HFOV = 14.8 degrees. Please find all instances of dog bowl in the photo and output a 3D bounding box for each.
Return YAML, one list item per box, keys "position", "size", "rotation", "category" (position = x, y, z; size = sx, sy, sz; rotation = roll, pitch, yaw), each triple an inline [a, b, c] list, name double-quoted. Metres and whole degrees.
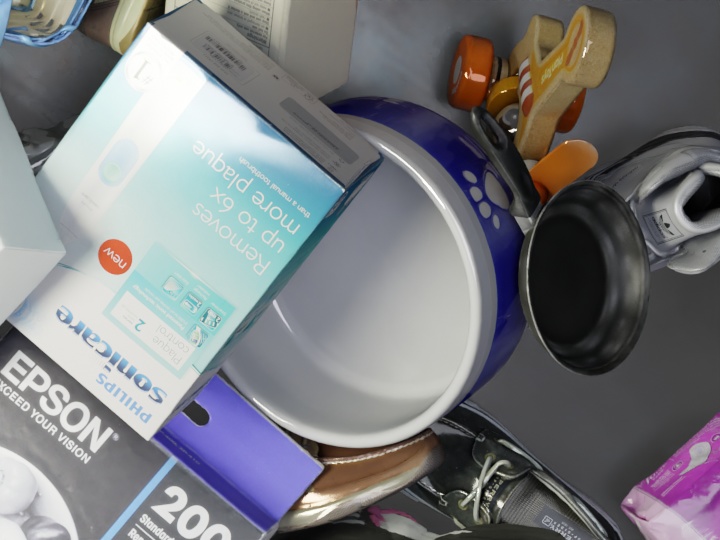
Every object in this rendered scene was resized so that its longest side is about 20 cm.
- position: [0.000, 0.000, 1.649]
  size: [0.200, 0.079, 0.201]
  rotation: [10, 111, 28]
  category: "dog bowl"

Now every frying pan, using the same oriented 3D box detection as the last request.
- position: [0.105, -0.008, 1.603]
  size: [0.190, 0.031, 0.115]
  rotation: [26, 70, -42]
  category: "frying pan"

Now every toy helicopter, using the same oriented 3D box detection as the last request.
- position: [0.107, -0.095, 1.645]
  size: [0.079, 0.200, 0.133]
  rotation: [13, 70, -11]
  category: "toy helicopter"

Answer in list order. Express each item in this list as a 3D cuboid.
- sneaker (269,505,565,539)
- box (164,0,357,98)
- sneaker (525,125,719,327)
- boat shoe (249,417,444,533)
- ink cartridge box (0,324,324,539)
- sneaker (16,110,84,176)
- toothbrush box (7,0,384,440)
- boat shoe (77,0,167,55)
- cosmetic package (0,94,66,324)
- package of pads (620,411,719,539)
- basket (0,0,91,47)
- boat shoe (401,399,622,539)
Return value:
- position: [0.029, 0.201, 1.698]
  size: [0.200, 0.080, 0.087]
  rotation: [6, 106, 28]
  category: "sneaker"
- position: [-0.053, -0.201, 1.617]
  size: [0.095, 0.078, 0.200]
  rotation: [27, 125, 27]
  category: "box"
- position: [0.156, -0.022, 1.707]
  size: [0.200, 0.115, 0.075]
  rotation: [-31, 100, -4]
  category: "sneaker"
- position: [-0.049, 0.123, 1.698]
  size: [0.199, 0.076, 0.072]
  rotation: [-16, 89, 8]
  category: "boat shoe"
- position: [-0.157, 0.128, 1.638]
  size: [0.198, 0.043, 0.200]
  rotation: [40, 83, 2]
  category: "ink cartridge box"
- position: [-0.156, -0.055, 1.682]
  size: [0.199, 0.075, 0.082]
  rotation: [-14, 108, 3]
  category: "sneaker"
- position: [-0.107, -0.029, 1.578]
  size: [0.146, 0.085, 0.200]
  rotation: [41, 114, 3]
  category: "toothbrush box"
- position: [-0.120, -0.228, 1.659]
  size: [0.066, 0.072, 0.201]
  rotation: [22, 92, 12]
  category: "boat shoe"
- position: [-0.262, -0.013, 1.584]
  size: [0.200, 0.052, 0.151]
  rotation: [-45, 59, 33]
  category: "cosmetic package"
- position: [0.274, 0.188, 1.773]
  size: [0.120, 0.076, 0.200]
  rotation: [-40, 101, -6]
  category: "package of pads"
- position: [-0.202, -0.217, 1.580]
  size: [0.139, 0.200, 0.177]
  rotation: [15, 95, -11]
  category: "basket"
- position: [0.086, 0.134, 1.736]
  size: [0.200, 0.071, 0.072]
  rotation: [29, 92, -10]
  category: "boat shoe"
